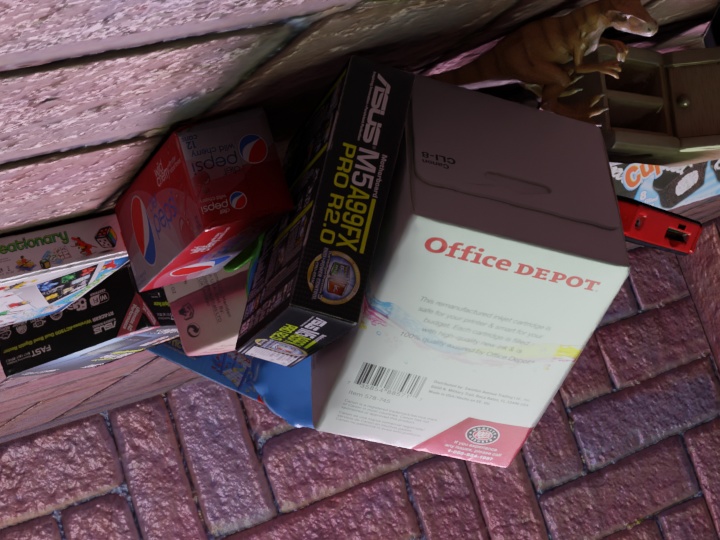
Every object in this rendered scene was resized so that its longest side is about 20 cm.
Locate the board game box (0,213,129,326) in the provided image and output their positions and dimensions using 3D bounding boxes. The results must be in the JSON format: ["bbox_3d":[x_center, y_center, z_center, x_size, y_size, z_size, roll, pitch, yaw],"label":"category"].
[{"bbox_3d":[-0.262,0.008,1.153,0.126,0.035,0.200,-15,173,-32],"label":"board game box"}]

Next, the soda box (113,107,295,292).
[{"bbox_3d":[-0.110,-0.042,1.004,0.063,0.070,0.200,-15,173,-22],"label":"soda box"}]

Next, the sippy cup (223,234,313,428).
[{"bbox_3d":[-0.027,0.045,1.132,0.177,0.131,0.140,16,126,-5],"label":"sippy cup"}]

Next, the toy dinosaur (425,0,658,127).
[{"bbox_3d":[0.107,-0.137,0.982,0.199,0.061,0.106,-19,140,30],"label":"toy dinosaur"}]

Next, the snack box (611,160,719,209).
[{"bbox_3d":[0.302,-0.117,1.467,0.199,0.117,0.037,-17,-143,-19],"label":"snack box"}]

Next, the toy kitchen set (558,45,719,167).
[{"bbox_3d":[0.277,-0.091,1.075,0.199,0.164,0.180,-10,175,39],"label":"toy kitchen set"}]

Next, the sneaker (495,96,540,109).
[{"bbox_3d":[0.096,-0.107,1.165,0.080,0.074,0.200,7,180,5],"label":"sneaker"}]

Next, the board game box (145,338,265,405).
[{"bbox_3d":[-0.115,0.079,1.634,0.195,0.056,0.200,22,-168,24],"label":"board game box"}]

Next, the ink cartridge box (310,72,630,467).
[{"bbox_3d":[0.064,0.002,0.978,0.145,0.145,0.200,14,132,-14],"label":"ink cartridge box"}]

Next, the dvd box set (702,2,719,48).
[{"bbox_3d":[0.369,-0.214,1.149,0.199,0.030,0.146,-19,174,4],"label":"dvd box set"}]

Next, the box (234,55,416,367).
[{"bbox_3d":[-0.026,-0.030,0.965,0.044,0.161,0.200,17,165,-10],"label":"box"}]

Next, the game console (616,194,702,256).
[{"bbox_3d":[0.152,-0.050,1.137,0.176,0.031,0.200,17,-177,31],"label":"game console"}]

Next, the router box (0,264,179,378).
[{"bbox_3d":[-0.246,0.049,1.452,0.149,0.062,0.200,-19,174,12],"label":"router box"}]

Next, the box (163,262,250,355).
[{"bbox_3d":[-0.055,-0.011,1.273,0.199,0.109,0.128,-21,173,21],"label":"box"}]
